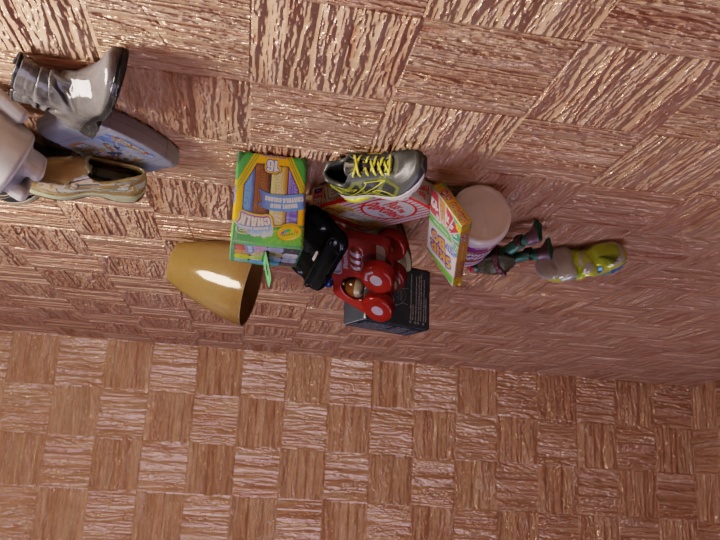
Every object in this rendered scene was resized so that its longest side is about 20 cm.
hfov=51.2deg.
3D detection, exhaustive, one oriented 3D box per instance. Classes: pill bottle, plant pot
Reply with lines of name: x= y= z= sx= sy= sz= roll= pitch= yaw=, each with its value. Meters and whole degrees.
pill bottle: x=0.200 y=-0.072 z=1.392 sx=0.109 sy=0.116 sz=0.200 roll=4 pitch=165 yaw=-5
plant pot: x=-0.338 y=0.010 z=1.726 sx=0.195 sy=0.191 sz=0.187 roll=15 pitch=166 yaw=3

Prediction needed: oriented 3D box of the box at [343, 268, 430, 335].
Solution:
box: x=0.067 y=0.069 z=1.866 sx=0.196 sy=0.153 sz=0.106 roll=13 pitch=162 yaw=-30

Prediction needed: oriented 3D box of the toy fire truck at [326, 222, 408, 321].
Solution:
toy fire truck: x=0.000 y=0.000 z=1.456 sx=0.163 sy=0.113 sz=0.203 roll=14 pitch=138 yaw=14

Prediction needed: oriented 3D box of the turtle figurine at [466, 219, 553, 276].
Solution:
turtle figurine: x=0.286 y=-0.039 z=1.540 sx=0.196 sy=0.104 sz=0.149 roll=-13 pitch=159 yaw=30

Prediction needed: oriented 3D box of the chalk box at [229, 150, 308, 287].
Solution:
chalk box: x=-0.159 y=-0.078 z=1.271 sx=0.120 sy=0.206 sz=0.125 roll=6 pitch=165 yaw=-10

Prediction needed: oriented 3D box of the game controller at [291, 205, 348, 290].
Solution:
game controller: x=-0.085 y=-0.039 z=1.408 sx=0.042 sy=0.105 sz=0.201 roll=-30 pitch=166 yaw=-32

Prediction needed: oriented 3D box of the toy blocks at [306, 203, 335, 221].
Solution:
toy blocks: x=-0.137 y=-0.086 z=1.488 sx=0.134 sy=0.103 sz=0.198 roll=-19 pitch=156 yaw=28

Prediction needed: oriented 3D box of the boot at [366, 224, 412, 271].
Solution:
boot: x=0.027 y=-0.036 z=1.560 sx=0.151 sy=0.074 sz=0.201 roll=-18 pitch=157 yaw=3

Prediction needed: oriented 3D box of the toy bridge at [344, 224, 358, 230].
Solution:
toy bridge: x=-0.033 y=-0.070 z=1.611 sx=0.065 sy=0.028 sz=0.200 roll=7 pitch=163 yaw=-20

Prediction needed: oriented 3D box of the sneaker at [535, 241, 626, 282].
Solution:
sneaker: x=0.486 y=-0.008 z=1.639 sx=0.196 sy=0.078 sz=0.104 roll=-8 pitch=162 yaw=32

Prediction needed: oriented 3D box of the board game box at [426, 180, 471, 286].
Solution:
board game box: x=0.152 y=-0.056 z=1.312 sx=0.029 sy=0.097 sz=0.202 roll=-25 pitch=150 yaw=-11

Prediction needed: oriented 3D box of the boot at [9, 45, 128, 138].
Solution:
boot: x=-0.386 y=-0.246 z=0.979 sx=0.129 sy=0.072 sz=0.199 roll=23 pitch=149 yaw=-27

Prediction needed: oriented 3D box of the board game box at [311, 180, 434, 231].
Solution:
board game box: x=0.031 y=-0.127 z=1.353 sx=0.197 sy=0.048 sz=0.150 roll=-11 pitch=160 yaw=42

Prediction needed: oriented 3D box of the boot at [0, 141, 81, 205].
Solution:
boot: x=-0.584 y=-0.176 z=1.252 sx=0.195 sy=0.075 sz=0.150 roll=-10 pitch=162 yaw=28

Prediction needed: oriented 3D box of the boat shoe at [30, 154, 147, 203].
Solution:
boat shoe: x=-0.440 y=-0.158 z=1.196 sx=0.195 sy=0.074 sz=0.076 roll=-1 pitch=156 yaw=-24

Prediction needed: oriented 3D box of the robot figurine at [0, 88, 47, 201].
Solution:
robot figurine: x=-0.553 y=-0.186 z=1.078 sx=0.199 sy=0.170 sz=0.113 roll=39 pitch=-171 yaw=-32

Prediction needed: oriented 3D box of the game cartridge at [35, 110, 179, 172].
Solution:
game cartridge: x=-0.389 y=-0.204 z=1.185 sx=0.130 sy=0.043 sz=0.199 roll=-1 pitch=165 yaw=33

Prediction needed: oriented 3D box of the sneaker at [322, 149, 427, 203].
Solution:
sneaker: x=0.019 y=-0.153 z=1.206 sx=0.197 sy=0.077 sz=0.084 roll=-11 pitch=159 yaw=42
